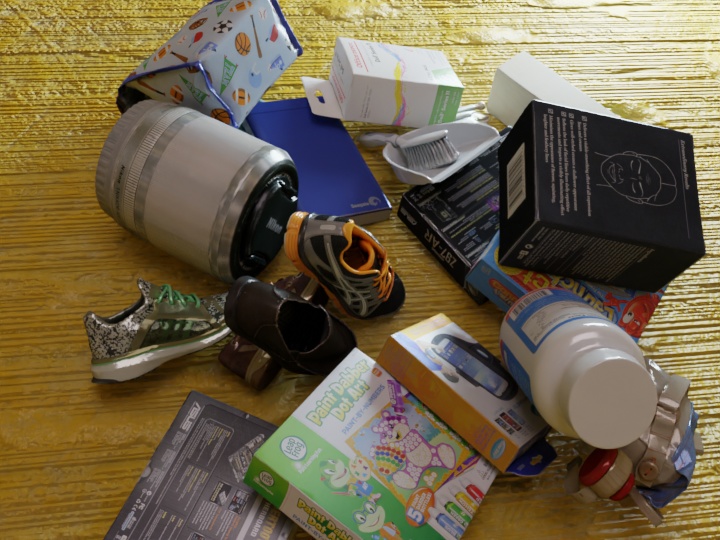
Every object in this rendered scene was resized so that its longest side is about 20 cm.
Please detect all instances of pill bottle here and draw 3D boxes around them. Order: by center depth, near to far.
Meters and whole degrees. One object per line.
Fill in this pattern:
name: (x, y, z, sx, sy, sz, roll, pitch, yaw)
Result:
pill bottle: (0.208, 0.093, 0.870, 0.109, 0.115, 0.200, 2, 14, -5)

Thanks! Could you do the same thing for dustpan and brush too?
dustpan and brush: (0.063, -0.157, 1.150, 0.139, 0.058, 0.198, -36, 21, -32)

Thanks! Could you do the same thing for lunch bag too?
lunch bag: (-0.198, -0.254, 1.144, 0.197, 0.125, 0.171, 2, 45, 38)

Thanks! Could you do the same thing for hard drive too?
hard drive: (-0.059, -0.138, 1.146, 0.130, 0.026, 0.202, -12, 58, -30)

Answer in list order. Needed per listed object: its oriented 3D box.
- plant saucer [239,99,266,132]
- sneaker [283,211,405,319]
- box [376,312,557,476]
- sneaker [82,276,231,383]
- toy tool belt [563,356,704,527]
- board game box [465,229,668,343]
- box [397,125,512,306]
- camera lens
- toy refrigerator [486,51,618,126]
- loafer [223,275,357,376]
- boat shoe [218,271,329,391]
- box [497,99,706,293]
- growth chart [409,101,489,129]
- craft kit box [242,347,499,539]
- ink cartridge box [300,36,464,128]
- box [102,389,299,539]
plant saucer: (-0.174, -0.168, 1.179, 0.195, 0.028, 0.204, 3, 53, -4)
sneaker: (0.000, 0.000, 0.977, 0.076, 0.199, 0.080, -4, 67, 34)
box: (0.123, 0.129, 0.946, 0.199, 0.042, 0.118, 38, 28, 22)
sneaker: (-0.203, 0.044, 0.954, 0.197, 0.090, 0.076, -25, 18, -22)
toy tool belt: (0.290, 0.184, 0.896, 0.123, 0.125, 0.200, 42, 34, 2)
board game box: (0.253, -0.008, 1.046, 0.199, 0.056, 0.197, 37, 61, 3)
box: (0.168, -0.074, 1.121, 0.198, 0.044, 0.161, -34, 70, -26)
camera lens: (-0.180, -0.090, 1.030, 0.197, 0.162, 0.161, 25, 53, 15)
toy refrigerator: (0.272, -0.208, 1.233, 0.069, 0.077, 0.199, -34, 63, -29)
loafer: (-0.057, 0.068, 0.917, 0.070, 0.199, 0.075, 13, 80, 36)
boat shoe: (-0.087, 0.037, 1.005, 0.071, 0.073, 0.202, 26, 60, 12)
box: (0.258, -0.078, 0.987, 0.195, 0.107, 0.152, 10, 63, -11)
growth chart: (0.142, -0.148, 1.208, 0.141, 0.018, 0.203, -13, 55, -16)
craft kit box: (0.020, 0.191, 0.866, 0.195, 0.049, 0.200, 32, 37, 12)
ink cartridge box: (0.026, -0.252, 1.207, 0.195, 0.068, 0.118, 3, 37, -18)
box: (-0.138, 0.231, 0.860, 0.155, 0.049, 0.202, 21, 52, 8)
